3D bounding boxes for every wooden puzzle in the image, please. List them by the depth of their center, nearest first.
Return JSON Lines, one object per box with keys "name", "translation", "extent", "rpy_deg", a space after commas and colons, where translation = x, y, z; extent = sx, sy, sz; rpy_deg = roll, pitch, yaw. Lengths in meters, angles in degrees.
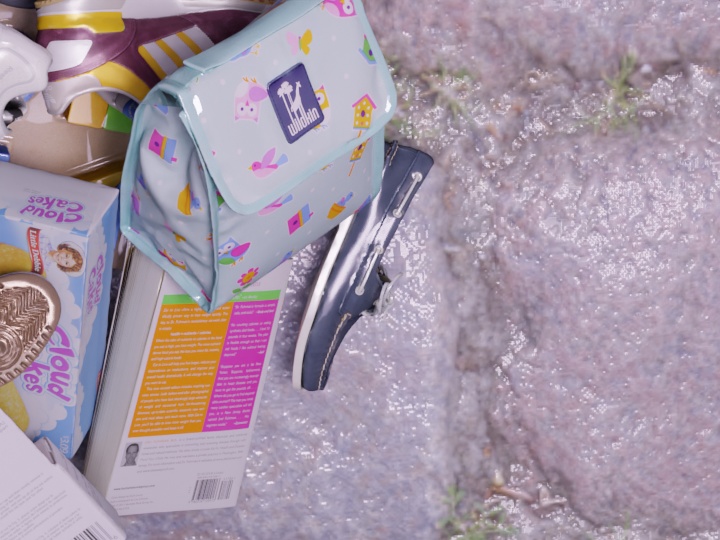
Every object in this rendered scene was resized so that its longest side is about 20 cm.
{"name": "wooden puzzle", "translation": [-0.228, -0.097, 1.738], "extent": [0.200, 0.046, 0.186], "rpy_deg": [11, 104, -12]}

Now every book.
{"name": "book", "translation": [-0.126, 0.081, 1.783], "extent": [0.133, 0.048, 0.200], "rpy_deg": [1, 108, -43]}

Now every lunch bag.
{"name": "lunch bag", "translation": [-0.070, -0.095, 1.647], "extent": [0.170, 0.122, 0.200], "rpy_deg": [-35, 154, -28]}

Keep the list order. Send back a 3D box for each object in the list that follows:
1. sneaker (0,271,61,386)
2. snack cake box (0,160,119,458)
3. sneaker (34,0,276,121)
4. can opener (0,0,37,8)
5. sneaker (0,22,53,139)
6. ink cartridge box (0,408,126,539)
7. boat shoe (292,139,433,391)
{"name": "sneaker", "translation": [-0.290, 0.063, 1.677], "extent": [0.200, 0.109, 0.070], "rpy_deg": [-40, 102, 4]}
{"name": "snack cake box", "translation": [-0.240, 0.026, 1.713], "extent": [0.115, 0.067, 0.200], "rpy_deg": [14, 125, 8]}
{"name": "sneaker", "translation": [-0.135, -0.148, 1.696], "extent": [0.200, 0.075, 0.090], "rpy_deg": [-2, 95, -28]}
{"name": "can opener", "translation": [-0.270, -0.192, 1.647], "extent": [0.200, 0.053, 0.067], "rpy_deg": [-14, 146, -36]}
{"name": "sneaker", "translation": [-0.279, -0.106, 1.655], "extent": [0.081, 0.075, 0.200], "rpy_deg": [20, 145, -25]}
{"name": "ink cartridge box", "translation": [-0.293, 0.185, 1.690], "extent": [0.200, 0.044, 0.174], "rpy_deg": [-36, 124, 2]}
{"name": "boat shoe", "translation": [0.000, 0.000, 1.792], "extent": [0.062, 0.075, 0.200], "rpy_deg": [18, 94, -2]}
